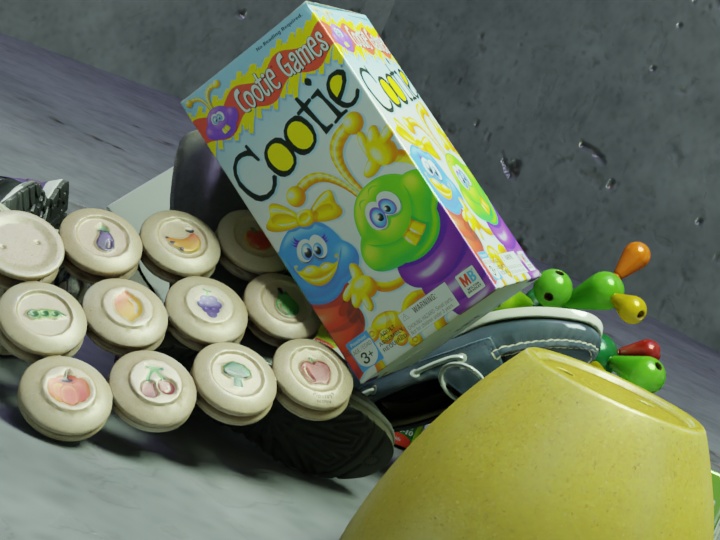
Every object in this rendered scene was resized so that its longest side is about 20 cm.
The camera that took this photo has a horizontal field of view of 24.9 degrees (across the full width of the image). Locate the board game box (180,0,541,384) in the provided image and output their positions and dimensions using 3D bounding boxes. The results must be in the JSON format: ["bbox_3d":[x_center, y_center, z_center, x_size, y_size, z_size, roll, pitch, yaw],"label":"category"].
[{"bbox_3d":[0.001,-0.048,0.979,0.200,0.105,0.103,57,19,9],"label":"board game box"}]

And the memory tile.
[{"bbox_3d":[-0.109,0.024,0.918,0.200,0.017,0.153,-2,52,-31],"label":"memory tile"}]

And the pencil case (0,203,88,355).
[{"bbox_3d":[-0.250,-0.021,0.999,0.200,0.090,0.078,29,8,34],"label":"pencil case"}]

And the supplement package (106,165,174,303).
[{"bbox_3d":[-0.094,-0.031,1.286,0.121,0.120,0.200,60,10,2],"label":"supplement package"}]

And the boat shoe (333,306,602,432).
[{"bbox_3d":[0.062,0.072,1.064,0.200,0.062,0.075,-10,-37,9],"label":"boat shoe"}]

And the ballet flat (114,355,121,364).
[{"bbox_3d":[-0.079,0.063,1.065,0.071,0.069,0.200,53,25,20],"label":"ballet flat"}]

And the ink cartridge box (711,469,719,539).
[{"bbox_3d":[0.148,0.160,1.048,0.148,0.076,0.200,25,-18,13],"label":"ink cartridge box"}]

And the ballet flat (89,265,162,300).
[{"bbox_3d":[-0.179,0.004,1.256,0.067,0.046,0.200,56,8,-9],"label":"ballet flat"}]

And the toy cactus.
[{"bbox_3d":[0.130,0.026,1.163,0.200,0.102,0.165,26,-20,11],"label":"toy cactus"}]

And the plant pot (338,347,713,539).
[{"bbox_3d":[0.104,0.125,0.848,0.200,0.142,0.200,23,8,-3],"label":"plant pot"}]

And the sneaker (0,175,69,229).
[{"bbox_3d":[-0.271,-0.034,1.177,0.087,0.076,0.200,9,4,-2],"label":"sneaker"}]

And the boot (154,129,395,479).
[{"bbox_3d":[-0.051,0.017,1.023,0.182,0.073,0.200,32,34,-20],"label":"boot"}]

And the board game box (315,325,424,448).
[{"bbox_3d":[-0.006,0.074,1.256,0.101,0.048,0.200,23,7,-7],"label":"board game box"}]
